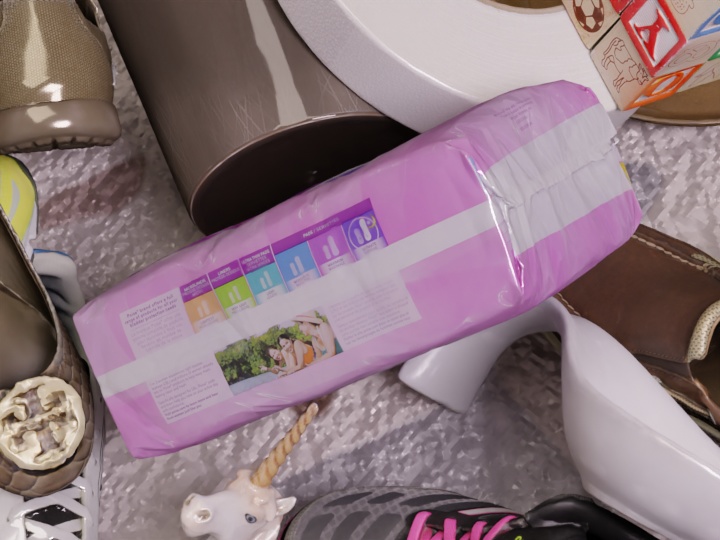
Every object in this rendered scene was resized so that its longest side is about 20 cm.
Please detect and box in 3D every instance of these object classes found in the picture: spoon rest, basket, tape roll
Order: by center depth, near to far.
[{"bbox_3d":[0.091,0.052,0.788,0.200,0.099,0.061,26,88,53],"label":"spoon rest"},{"bbox_3d":[0.052,-0.145,0.876,0.201,0.037,0.204,10,62,-20],"label":"tape roll"},{"bbox_3d":[-0.043,-0.123,0.918,0.179,0.136,0.201,-4,63,-21],"label":"basket"}]

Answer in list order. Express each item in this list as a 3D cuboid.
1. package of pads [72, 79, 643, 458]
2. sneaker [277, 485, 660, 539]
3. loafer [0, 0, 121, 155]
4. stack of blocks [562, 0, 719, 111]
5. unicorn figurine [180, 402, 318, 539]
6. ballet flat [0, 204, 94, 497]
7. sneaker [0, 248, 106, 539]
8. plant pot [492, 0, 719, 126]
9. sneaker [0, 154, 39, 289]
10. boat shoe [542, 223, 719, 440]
[{"bbox_3d":[0.000,0.000,0.803,0.199,0.120,0.076,-25,90,33],"label":"package of pads"},{"bbox_3d":[0.057,0.117,0.794,0.199,0.088,0.074,14,66,19],"label":"sneaker"},{"bbox_3d":[-0.138,-0.087,0.897,0.075,0.200,0.068,-3,96,-18],"label":"loafer"},{"bbox_3d":[0.193,-0.139,0.842,0.199,0.115,0.059,-19,74,-28],"label":"stack of blocks"},{"bbox_3d":[-0.080,0.159,0.793,0.137,0.074,0.202,-10,95,-30],"label":"unicorn figurine"},{"bbox_3d":[-0.157,-0.006,0.817,0.067,0.046,0.201,-21,87,-28],"label":"ballet flat"},{"bbox_3d":[-0.136,0.081,0.857,0.071,0.073,0.201,6,55,-26],"label":"sneaker"},{"bbox_3d":[0.155,-0.146,0.948,0.199,0.028,0.201,-5,62,9],"label":"plant pot"},{"bbox_3d":[-0.217,0.009,0.844,0.200,0.091,0.078,-41,39,-18],"label":"sneaker"},{"bbox_3d":[0.144,0.027,0.830,0.202,0.075,0.075,33,73,25],"label":"boat shoe"}]
